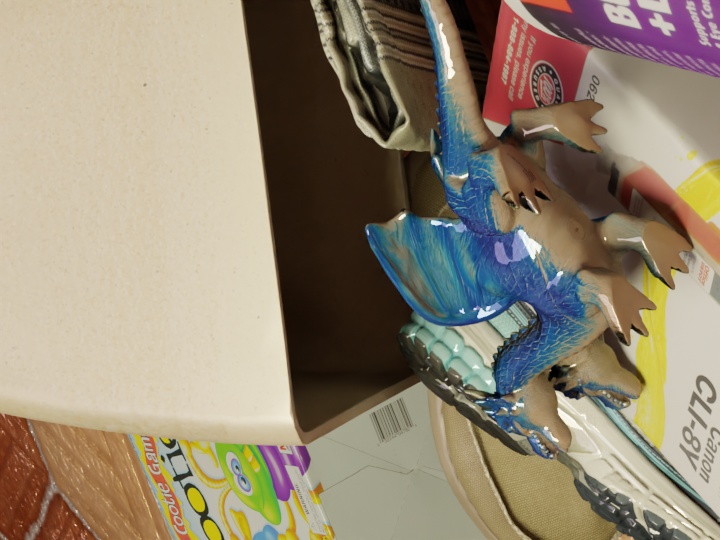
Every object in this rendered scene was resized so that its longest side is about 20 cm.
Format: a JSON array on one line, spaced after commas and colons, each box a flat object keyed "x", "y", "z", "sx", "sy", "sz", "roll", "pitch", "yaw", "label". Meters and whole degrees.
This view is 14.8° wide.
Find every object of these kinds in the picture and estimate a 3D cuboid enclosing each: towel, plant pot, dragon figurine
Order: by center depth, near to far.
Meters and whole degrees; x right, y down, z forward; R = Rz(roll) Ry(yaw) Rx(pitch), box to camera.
[{"x": 0.044, "y": -0.016, "z": 0.944, "sx": 0.099, "sy": 0.059, "sz": 0.200, "roll": -17, "pitch": 121, "yaw": 47, "label": "dragon figurine"}, {"x": -0.003, "y": -0.130, "z": 1.049, "sx": 0.200, "sy": 0.035, "sz": 0.193, "roll": 1, "pitch": -111, "yaw": -75, "label": "towel"}, {"x": -0.092, "y": -0.035, "z": 1.085, "sx": 0.200, "sy": 0.177, "sz": 0.200, "roll": -20, "pitch": -77, "yaw": -74, "label": "plant pot"}]

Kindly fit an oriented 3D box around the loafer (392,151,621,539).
[{"x": 0.067, "y": 0.039, "z": 1.171, "sx": 0.067, "sy": 0.076, "sz": 0.200, "roll": 5, "pitch": 118, "yaw": 68, "label": "loafer"}]

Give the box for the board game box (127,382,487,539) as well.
[{"x": -0.020, "y": 0.094, "z": 1.351, "sx": 0.200, "sy": 0.105, "sz": 0.103, "roll": -3, "pitch": 112, "yaw": 63, "label": "board game box"}]

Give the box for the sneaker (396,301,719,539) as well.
[{"x": 0.116, "y": 0.056, "z": 1.094, "sx": 0.200, "sy": 0.086, "sz": 0.078, "roll": 37, "pitch": 172, "yaw": 3, "label": "sneaker"}]

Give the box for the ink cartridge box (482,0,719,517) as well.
[{"x": 0.133, "y": -0.010, "z": 0.991, "sx": 0.200, "sy": 0.083, "sz": 0.145, "roll": 49, "pitch": 149, "yaw": 30, "label": "ink cartridge box"}]

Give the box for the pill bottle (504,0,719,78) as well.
[{"x": 0.106, "y": -0.121, "z": 0.884, "sx": 0.200, "sy": 0.111, "sz": 0.111, "roll": 19, "pitch": 130, "yaw": 46, "label": "pill bottle"}]
